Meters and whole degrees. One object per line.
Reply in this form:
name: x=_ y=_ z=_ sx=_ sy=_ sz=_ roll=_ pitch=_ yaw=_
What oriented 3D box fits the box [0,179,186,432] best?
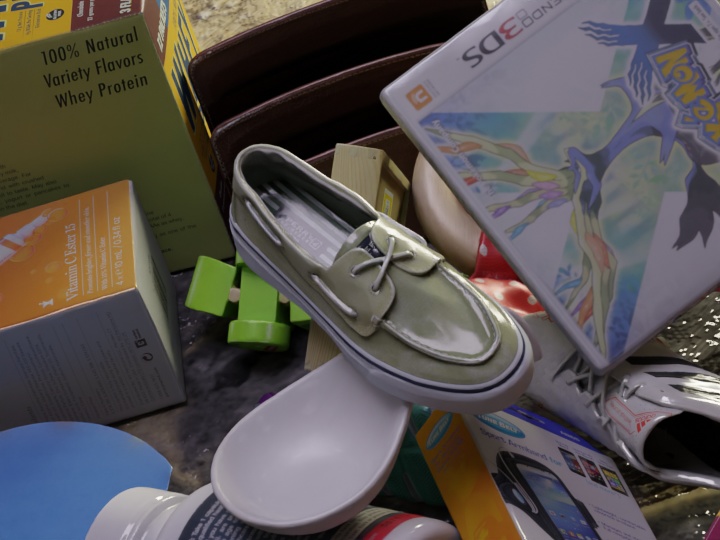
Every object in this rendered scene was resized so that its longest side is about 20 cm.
box: x=-0.222 y=0.039 z=1.749 sx=0.200 sy=0.098 sz=0.124 roll=-17 pitch=36 yaw=4

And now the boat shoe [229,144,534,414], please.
boat shoe: x=0.003 y=0.005 z=1.416 sx=0.200 sy=0.062 sz=0.072 roll=32 pitch=67 yaw=28

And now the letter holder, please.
letter holder: x=0.003 y=-0.096 z=1.782 sx=0.200 sy=0.142 sz=0.101 roll=-19 pitch=36 yaw=1

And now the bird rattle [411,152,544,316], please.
bird rattle: x=0.103 y=-0.030 z=1.672 sx=0.200 sy=0.113 sz=0.163 roll=-41 pitch=69 yaw=-14

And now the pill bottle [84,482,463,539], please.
pill bottle: x=-0.047 y=0.175 z=1.473 sx=0.200 sy=0.120 sz=0.120 roll=9 pitch=45 yaw=33

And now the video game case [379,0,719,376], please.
video game case: x=0.142 y=-0.074 z=1.523 sx=0.182 sy=0.022 sz=0.200 roll=-37 pitch=81 yaw=-5

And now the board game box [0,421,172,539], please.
board game box: x=-0.191 y=0.174 z=1.614 sx=0.158 sy=0.039 sz=0.200 roll=-3 pitch=44 yaw=13

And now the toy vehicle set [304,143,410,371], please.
toy vehicle set: x=0.000 y=0.000 z=1.577 sx=0.026 sy=0.124 sz=0.200 roll=8 pitch=-3 yaw=6

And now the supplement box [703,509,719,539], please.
supplement box: x=0.192 y=0.222 z=1.291 sx=0.103 sy=0.131 sz=0.200 roll=7 pitch=45 yaw=32

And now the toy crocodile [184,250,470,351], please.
toy crocodile: x=-0.019 y=0.017 z=1.721 sx=0.200 sy=0.062 sz=0.068 roll=0 pitch=79 yaw=22

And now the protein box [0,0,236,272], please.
protein box: x=-0.204 y=-0.101 z=1.836 sx=0.198 sy=0.200 sz=0.135 roll=-14 pitch=37 yaw=8

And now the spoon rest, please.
spoon rest: x=0.008 y=0.069 z=1.439 sx=0.200 sy=0.061 sz=0.099 roll=-35 pitch=40 yaw=-28

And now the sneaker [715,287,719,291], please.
sneaker: x=0.168 y=-0.080 z=1.590 sx=0.074 sy=0.200 sz=0.087 roll=-31 pitch=-1 yaw=-1

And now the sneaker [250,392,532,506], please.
sneaker: x=0.014 y=0.087 z=1.602 sx=0.200 sy=0.074 sz=0.088 roll=-6 pitch=33 yaw=20

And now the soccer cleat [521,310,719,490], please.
soccer cleat: x=0.154 y=0.074 z=1.520 sx=0.200 sy=0.069 sz=0.085 roll=24 pitch=24 yaw=26

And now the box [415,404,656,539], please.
box: x=0.104 y=0.138 z=1.457 sx=0.041 sy=0.119 sz=0.200 roll=-55 pitch=30 yaw=18
